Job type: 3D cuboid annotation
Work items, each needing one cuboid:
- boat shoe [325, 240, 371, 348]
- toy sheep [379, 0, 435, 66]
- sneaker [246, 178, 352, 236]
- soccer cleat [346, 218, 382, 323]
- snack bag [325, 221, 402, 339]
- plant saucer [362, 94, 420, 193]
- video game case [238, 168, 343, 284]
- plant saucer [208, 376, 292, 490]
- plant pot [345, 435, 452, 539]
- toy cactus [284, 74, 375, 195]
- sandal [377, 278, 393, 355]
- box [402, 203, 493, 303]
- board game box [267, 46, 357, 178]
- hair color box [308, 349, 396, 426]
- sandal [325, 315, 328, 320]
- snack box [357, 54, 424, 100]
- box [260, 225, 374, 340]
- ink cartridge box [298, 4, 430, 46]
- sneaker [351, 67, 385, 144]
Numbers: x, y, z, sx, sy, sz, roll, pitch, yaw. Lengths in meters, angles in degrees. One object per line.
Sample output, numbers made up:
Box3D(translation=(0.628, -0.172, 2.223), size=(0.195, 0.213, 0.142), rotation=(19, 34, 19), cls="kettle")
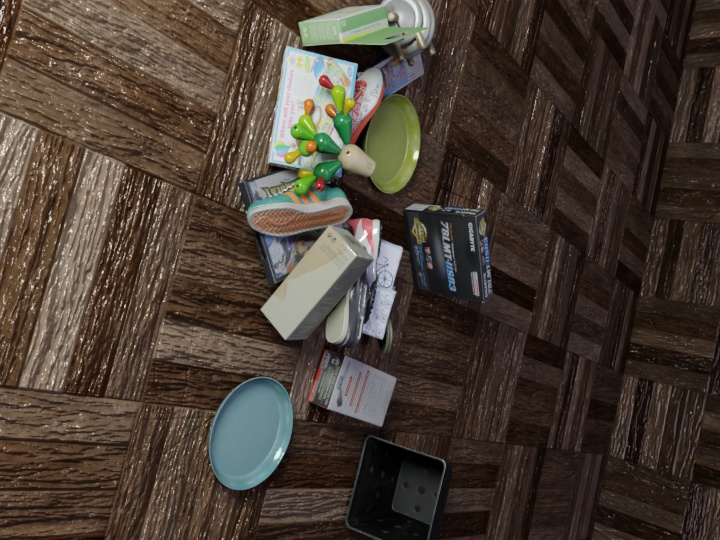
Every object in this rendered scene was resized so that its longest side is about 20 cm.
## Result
Box3D(translation=(-0.015, 0.046, 1.279), size=(0.062, 0.072, 0.205), rotation=(27, 64, -36), cls="boat shoe")
Box3D(translation=(0.089, -0.487, 1.365), size=(0.200, 0.134, 0.142), rotation=(-32, 125, -74), cls="toy sheep")
Box3D(translation=(-0.113, -0.115, 1.194), size=(0.196, 0.081, 0.072), rotation=(-8, 143, -31), cls="sneaker")
Box3D(translation=(0.000, 0.000, 1.344), size=(0.068, 0.071, 0.206), rotation=(48, 48, -89), cls="soccer cleat")
Box3D(translation=(-0.005, 0.015, 1.378), size=(0.185, 0.021, 0.205), rotation=(22, 79, -24), cls="snack bag")
Box3D(translation=(0.061, -0.267, 1.447), size=(0.198, 0.031, 0.206), rotation=(-20, 116, -48), cls="plant saucer")
Box3D(translation=(-0.115, -0.095, 1.246), size=(0.198, 0.025, 0.185), rotation=(-26, 105, -44), cls="video game case")
Box3D(translation=(-0.201, 0.292, 1.243), size=(0.198, 0.027, 0.206), rotation=(-12, 106, -48), cls="plant saucer")
Box3D(translation=(0.107, 0.500, 1.544), size=(0.177, 0.196, 0.205), rotation=(30, 74, -62), cls="plant pot")
Box3D(translation=(-0.042, -0.214, 1.170), size=(0.162, 0.102, 0.205), rotation=(24, 72, -26), cls="toy cactus")
Box3D(translation=(0.022, 0.080, 1.450), size=(0.056, 0.080, 0.206), rotation=(-16, 97, -13), cls="sandal")
Box3D(translation=(0.195, -0.042, 1.529), size=(0.049, 0.195, 0.205), rotation=(-30, 120, -40), cls="box")
Box3D(translation=(-0.084, -0.278, 1.216), size=(0.131, 0.034, 0.206), rotation=(10, 88, -15), cls="board game box")
Box3D(translation=(-0.013, 0.249, 1.436), size=(0.199, 0.063, 0.113), rotation=(32, 73, -50), cls="hair color box")
Box3D(translation=(-0.072, 0.030, 1.311), size=(0.075, 0.045, 0.203), rotation=(-33, 94, -38), cls="sandal")
Box3D(translation=(0.067, -0.415, 1.439), size=(0.199, 0.024, 0.073), rotation=(-41, 127, -38), cls="snack box")
Box3D(translation=(-0.076, 0.025, 1.218), size=(0.201, 0.078, 0.095), rotation=(-48, 162, 11), cls="box")
Box3D(translation=(0.007, -0.440, 1.225), size=(0.145, 0.197, 0.049), rotation=(-35, 124, -40), cls="ink cartridge box")
Box3D(translation=(-0.028, -0.321, 1.297), size=(0.108, 0.066, 0.205), rotation=(36, 79, -48), cls="sneaker")
